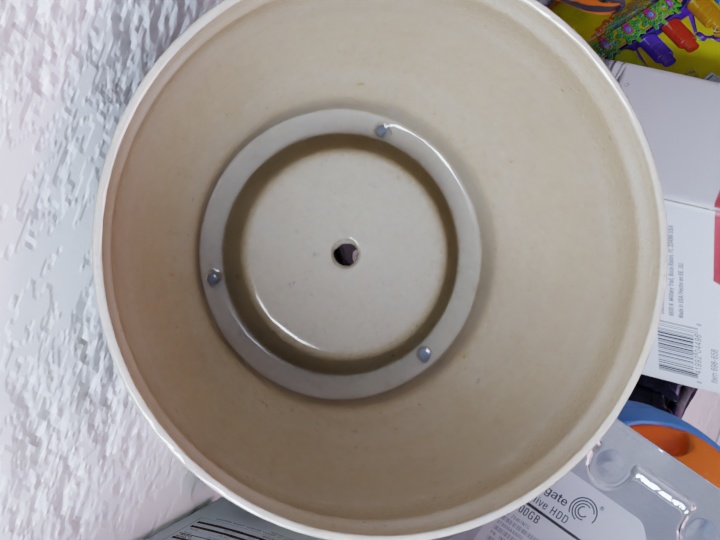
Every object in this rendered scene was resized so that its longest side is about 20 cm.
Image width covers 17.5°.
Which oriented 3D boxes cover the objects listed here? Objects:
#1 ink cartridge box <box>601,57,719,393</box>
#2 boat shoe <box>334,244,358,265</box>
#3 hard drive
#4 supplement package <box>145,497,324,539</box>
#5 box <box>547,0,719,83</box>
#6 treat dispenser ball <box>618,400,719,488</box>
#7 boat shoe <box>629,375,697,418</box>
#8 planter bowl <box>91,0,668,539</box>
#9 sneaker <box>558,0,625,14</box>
[{"bbox_3d":[0.132,-0.024,1.151,0.145,0.198,0.084,80,29,-51],"label":"ink cartridge box"},{"bbox_3d":[0.000,0.000,1.014,0.200,0.060,0.075,-27,131,-64],"label":"boat shoe"},{"bbox_3d":[0.084,0.164,1.179,0.201,0.139,0.038,-55,172,-6],"label":"hard drive"},{"bbox_3d":[-0.051,0.220,0.917,0.200,0.146,0.193,-21,125,-67],"label":"supplement package"},{"bbox_3d":[0.213,-0.095,1.201,0.200,0.193,0.122,-30,-159,45],"label":"box"},{"bbox_3d":[0.133,0.172,1.295,0.201,0.199,0.203,16,90,-70],"label":"treat dispenser ball"},{"bbox_3d":[0.196,0.017,1.508,0.075,0.092,0.201,79,33,-52],"label":"boat shoe"},{"bbox_3d":[-0.001,-0.006,0.859,0.135,0.199,0.202,172,-65,-82],"label":"planter bowl"},{"bbox_3d":[0.060,-0.157,0.982,0.200,0.111,0.078,-7,111,-69],"label":"sneaker"}]
